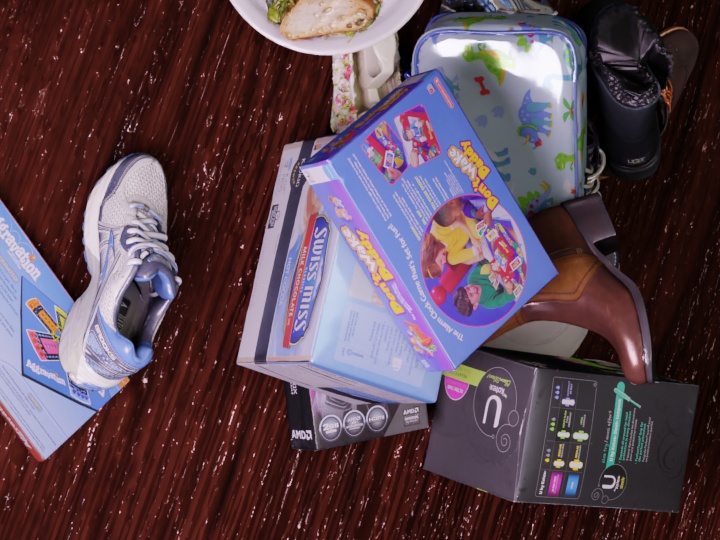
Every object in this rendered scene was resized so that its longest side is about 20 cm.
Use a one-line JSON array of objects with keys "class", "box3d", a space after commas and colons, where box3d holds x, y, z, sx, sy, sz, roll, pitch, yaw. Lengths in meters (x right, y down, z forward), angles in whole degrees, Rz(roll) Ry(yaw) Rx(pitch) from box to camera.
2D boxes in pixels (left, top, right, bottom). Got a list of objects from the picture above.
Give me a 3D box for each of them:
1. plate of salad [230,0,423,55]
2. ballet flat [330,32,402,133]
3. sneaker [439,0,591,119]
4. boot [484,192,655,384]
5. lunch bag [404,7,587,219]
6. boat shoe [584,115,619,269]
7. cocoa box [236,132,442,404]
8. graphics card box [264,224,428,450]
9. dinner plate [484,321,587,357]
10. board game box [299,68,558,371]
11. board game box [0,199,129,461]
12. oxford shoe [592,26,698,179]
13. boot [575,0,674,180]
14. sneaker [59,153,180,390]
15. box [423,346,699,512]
[{"class": "plate of salad", "box3d": [-0.029, -0.288, 1.705, 0.198, 0.048, 0.202, 1, 83, -4]}, {"class": "ballet flat", "box3d": [0.010, -0.163, 1.758, 0.075, 0.064, 0.202, -12, 95, -28]}, {"class": "sneaker", "box3d": [0.165, -0.213, 1.860, 0.200, 0.077, 0.085, 50, 57, -24]}, {"class": "boot", "box3d": [0.142, 0.042, 1.686, 0.198, 0.069, 0.190, -21, 70, 3]}, {"class": "lunch bag", "box3d": [0.122, -0.131, 1.760, 0.083, 0.159, 0.202, -61, 150, -66]}, {"class": "boat shoe", "box3d": [0.199, -0.077, 1.841, 0.201, 0.092, 0.075, 52, 47, -9]}, {"class": "cocoa box", "box3d": [0.000, 0.000, 1.645, 0.132, 0.131, 0.202, 19, 77, -30]}, {"class": "graphics card box", "box3d": [-0.012, 0.051, 1.744, 0.124, 0.051, 0.202, -7, 93, -34]}, {"class": "dinner plate", "box3d": [0.157, 0.004, 1.876, 0.199, 0.024, 0.203, 1, 88, -35]}, {"class": "board game box", "box3d": [0.057, -0.040, 1.579, 0.134, 0.045, 0.201, -40, 107, -28]}, {"class": "board game box", "box3d": [-0.279, 0.043, 1.581, 0.103, 0.019, 0.201, -43, 111, -27]}, {"class": "oxford shoe", "box3d": [0.289, -0.165, 1.941, 0.071, 0.072, 0.201, 46, 65, -24]}, {"class": "boot", "box3d": [0.244, -0.204, 1.823, 0.076, 0.168, 0.202, -8, 64, 3]}, {"class": "sneaker", "box3d": [-0.178, -0.002, 1.593, 0.077, 0.085, 0.202, 24, 64, -38]}, {"class": "box", "box3d": [0.184, 0.144, 1.806, 0.198, 0.148, 0.126, 7, 93, -33]}]
